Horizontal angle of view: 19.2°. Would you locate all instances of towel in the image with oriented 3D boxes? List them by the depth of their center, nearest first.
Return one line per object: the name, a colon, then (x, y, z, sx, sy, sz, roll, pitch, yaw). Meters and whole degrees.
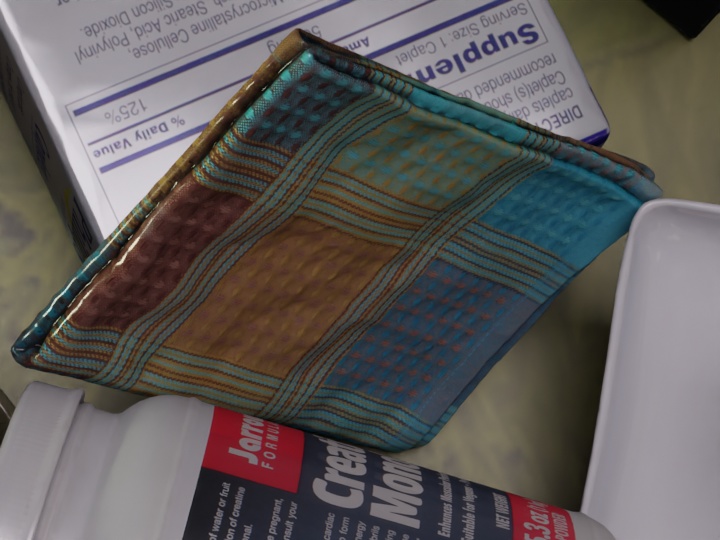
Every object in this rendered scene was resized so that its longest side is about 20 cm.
towel: (0.000, 0.000, 0.704, 0.147, 0.200, 0.022, -47, 56, 21)

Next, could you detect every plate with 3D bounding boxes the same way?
plate: (0.174, 0.081, 0.779, 0.198, 0.032, 0.201, 8, 102, -9)

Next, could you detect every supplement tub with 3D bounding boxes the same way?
supplement tub: (-0.026, 0.121, 0.671, 0.199, 0.140, 0.141, 17, 76, -5)

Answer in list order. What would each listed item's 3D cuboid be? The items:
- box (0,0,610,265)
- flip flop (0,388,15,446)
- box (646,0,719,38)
box: (-0.040, -0.090, 0.774, 0.183, 0.105, 0.201, -24, 82, -13)
flip flop: (-0.135, 0.095, 0.746, 0.081, 0.058, 0.200, -37, 86, -14)
box: (0.176, -0.207, 0.801, 0.086, 0.164, 0.200, 41, 75, 1)
